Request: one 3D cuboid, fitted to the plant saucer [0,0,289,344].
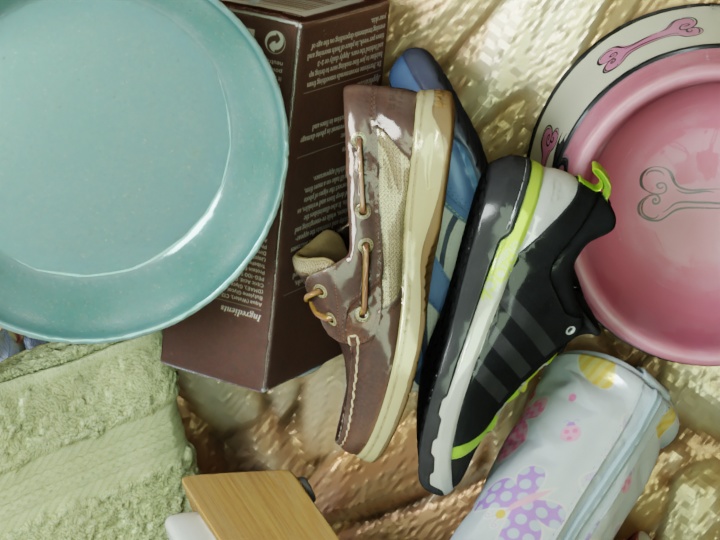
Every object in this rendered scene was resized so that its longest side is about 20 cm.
[{"bbox_3d":[-0.136,-0.063,1.293,0.199,0.036,0.201,-3,111,-8],"label":"plant saucer"}]

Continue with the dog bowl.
[{"bbox_3d":[0.189,-0.038,1.404,0.199,0.074,0.201,0,108,1],"label":"dog bowl"}]

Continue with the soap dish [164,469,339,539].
[{"bbox_3d":[-0.019,0.211,1.375,0.081,0.200,0.158,-28,136,-11],"label":"soap dish"}]

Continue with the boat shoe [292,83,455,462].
[{"bbox_3d":[0.000,0.000,1.350,0.072,0.072,0.201,9,109,-3],"label":"boat shoe"}]

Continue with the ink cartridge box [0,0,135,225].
[{"bbox_3d":[-0.199,-0.119,1.360,0.199,0.125,0.129,19,107,-6],"label":"ink cartridge box"}]

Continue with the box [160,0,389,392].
[{"bbox_3d":[-0.045,-0.047,1.385,0.075,0.100,0.201,13,108,26],"label":"box"}]

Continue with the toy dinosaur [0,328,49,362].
[{"bbox_3d":[-0.187,0.039,1.456,0.181,0.105,0.200,-18,140,-3],"label":"toy dinosaur"}]

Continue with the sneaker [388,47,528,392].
[{"bbox_3d":[0.037,-0.020,1.414,0.082,0.074,0.201,-11,106,7],"label":"sneaker"}]

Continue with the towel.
[{"bbox_3d":[-0.171,0.116,1.376,0.200,0.036,0.149,-22,108,-31],"label":"towel"}]

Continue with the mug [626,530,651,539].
[{"bbox_3d":[0.089,0.253,1.449,0.199,0.178,0.134,-21,123,12],"label":"mug"}]

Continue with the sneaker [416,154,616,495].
[{"bbox_3d":[0.083,0.036,1.361,0.083,0.072,0.201,13,115,-6],"label":"sneaker"}]

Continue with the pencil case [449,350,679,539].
[{"bbox_3d":[0.097,0.137,1.399,0.083,0.200,0.091,35,150,-4],"label":"pencil case"}]

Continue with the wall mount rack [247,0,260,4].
[{"bbox_3d":[-0.030,-0.233,1.337,0.199,0.075,0.174,-19,68,-11],"label":"wall mount rack"}]
